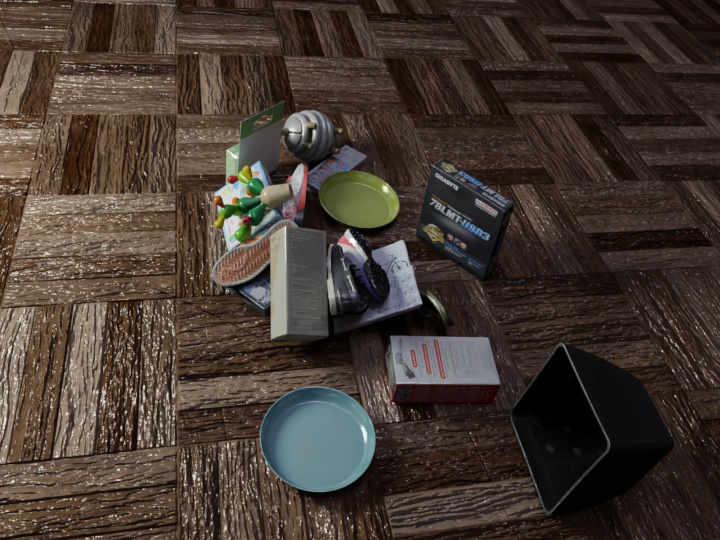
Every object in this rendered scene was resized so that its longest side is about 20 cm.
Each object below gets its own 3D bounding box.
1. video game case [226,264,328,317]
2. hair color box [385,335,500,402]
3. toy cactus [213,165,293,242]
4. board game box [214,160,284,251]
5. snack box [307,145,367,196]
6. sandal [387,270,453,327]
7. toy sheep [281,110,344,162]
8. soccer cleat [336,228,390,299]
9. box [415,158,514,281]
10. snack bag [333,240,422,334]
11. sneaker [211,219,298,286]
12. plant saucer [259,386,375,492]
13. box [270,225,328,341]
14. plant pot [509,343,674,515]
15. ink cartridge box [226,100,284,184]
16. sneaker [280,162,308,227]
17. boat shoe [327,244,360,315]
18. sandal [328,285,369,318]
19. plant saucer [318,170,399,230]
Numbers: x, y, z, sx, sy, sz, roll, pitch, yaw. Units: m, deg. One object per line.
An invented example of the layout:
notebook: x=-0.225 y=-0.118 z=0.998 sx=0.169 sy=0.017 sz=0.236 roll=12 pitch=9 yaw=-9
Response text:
video game case: x=-0.172 y=0.002 z=1.407 sx=0.198 sy=0.026 sz=0.179 roll=-31 pitch=44 yaw=-33
hair color box: x=0.150 y=0.185 z=1.278 sx=0.194 sy=0.065 sz=0.113 roll=3 pitch=45 yaw=-9
toy cactus: x=-0.222 y=-0.152 z=1.421 sx=0.161 sy=0.104 sz=0.202 roll=-15 pitch=37 yaw=8
board game box: x=-0.245 y=-0.137 z=1.505 sx=0.133 sy=0.034 sz=0.202 roll=-32 pitch=47 yaw=9
snack box: x=-0.066 y=-0.251 z=1.718 sx=0.071 sy=0.025 sz=0.200 roll=30 pitch=47 yaw=19
sandal: x=0.113 y=0.067 z=1.395 sx=0.199 sy=0.080 sz=0.058 roll=31 pitch=78 yaw=41
toy sheep: x=-0.127 y=-0.337 z=1.712 sx=0.197 sy=0.139 sz=0.139 roll=7 pitch=34 yaw=-45
soccer cleat: x=0.000 y=0.000 z=1.383 sx=0.068 sy=0.073 sz=0.202 roll=28 pitch=24 yaw=-41
box: x=0.223 y=-0.109 z=1.495 sx=0.199 sy=0.201 sz=0.049 roll=37 pitch=51 yaw=25
snack bag: x=0.025 y=0.025 z=1.397 sx=0.184 sy=0.022 sz=0.203 roll=-18 pitch=44 yaw=9
sneaker: x=-0.211 y=-0.030 z=1.385 sx=0.198 sy=0.080 sz=0.072 roll=-33 pitch=94 yaw=-14
plant saucer: x=-0.072 y=0.287 z=1.159 sx=0.194 sy=0.028 sz=0.203 roll=5 pitch=44 yaw=-4
box: x=-0.117 y=0.028 z=1.297 sx=0.093 sy=0.077 sz=0.206 roll=7 pitch=74 yaw=-30
plant pot: x=0.395 y=0.271 z=1.152 sx=0.173 sy=0.202 sz=0.202 roll=9 pitch=41 yaw=-20
ink cartridge box: x=-0.247 y=-0.297 z=1.603 sx=0.048 sy=0.203 sz=0.145 roll=34 pitch=48 yaw=22
sneaker: x=-0.177 y=-0.176 z=1.578 sx=0.105 sy=0.068 sz=0.205 roll=5 pitch=53 yaw=-6
boat shoe: x=-0.031 y=0.014 z=1.311 sx=0.061 sy=0.074 sz=0.202 roll=-6 pitch=32 yaw=1
sandal: x=-0.054 y=0.062 z=1.356 sx=0.197 sy=0.046 sz=0.075 roll=8 pitch=38 yaw=43
plant saucer: x=-0.005 y=-0.161 z=1.622 sx=0.194 sy=0.031 sz=0.203 roll=7 pitch=46 yaw=-8
